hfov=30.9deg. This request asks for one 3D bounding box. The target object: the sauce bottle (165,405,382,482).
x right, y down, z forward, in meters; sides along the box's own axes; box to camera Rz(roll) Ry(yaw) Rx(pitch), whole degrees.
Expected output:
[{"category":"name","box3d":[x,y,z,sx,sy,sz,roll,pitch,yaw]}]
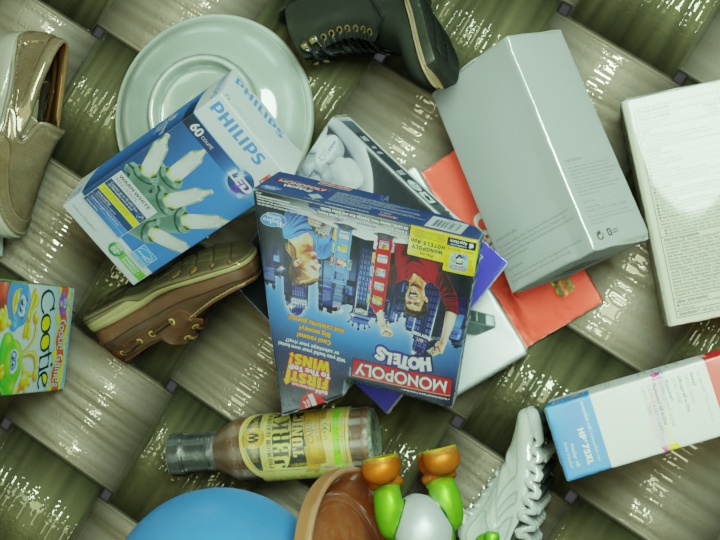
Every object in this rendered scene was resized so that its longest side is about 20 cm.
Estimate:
[{"category":"sauce bottle","box3d":[-0.082,0.165,1.208,0.198,0.065,0.065,-8,87,9]}]

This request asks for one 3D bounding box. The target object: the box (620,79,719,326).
[{"category":"box","box3d":[0.292,-0.057,1.142,0.094,0.078,0.202,-10,87,9]}]

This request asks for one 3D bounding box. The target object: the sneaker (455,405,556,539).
[{"category":"sneaker","box3d":[0.128,0.219,1.170,0.080,0.075,0.202,10,90,19]}]

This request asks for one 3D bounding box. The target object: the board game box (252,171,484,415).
[{"category":"board game box","box3d":[-0.001,0.037,1.116,0.198,0.062,0.201,14,112,15]}]

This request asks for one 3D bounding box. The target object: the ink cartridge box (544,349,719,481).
[{"category":"ink cartridge box","box3d":[0.264,0.117,1.123,0.199,0.116,0.068,-18,85,10]}]

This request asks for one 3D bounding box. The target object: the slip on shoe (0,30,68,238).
[{"category":"slip on shoe","box3d":[-0.318,-0.131,1.256,0.060,0.076,0.202,3,81,16]}]

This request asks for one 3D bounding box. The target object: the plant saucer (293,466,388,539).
[{"category":"plant saucer","box3d":[-0.006,0.273,1.128,0.032,0.200,0.202,-13,86,26]}]

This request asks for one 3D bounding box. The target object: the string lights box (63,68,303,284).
[{"category":"string lights box","box3d":[-0.162,-0.083,1.186,0.199,0.059,0.103,-31,111,26]}]

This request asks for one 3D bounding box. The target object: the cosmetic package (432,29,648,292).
[{"category":"cosmetic package","box3d":[0.154,-0.095,1.137,0.113,0.081,0.201,-29,77,49]}]

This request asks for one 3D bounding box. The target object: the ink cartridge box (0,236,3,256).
[{"category":"ink cartridge box","box3d":[-0.401,-0.114,1.230,0.082,0.146,0.202,2,89,12]}]

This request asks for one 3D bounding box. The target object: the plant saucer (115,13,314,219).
[{"category":"plant saucer","box3d":[-0.145,-0.148,1.236,0.198,0.050,0.202,0,88,11]}]

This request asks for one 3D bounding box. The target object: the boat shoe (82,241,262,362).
[{"category":"boat shoe","box3d":[-0.167,0.031,1.215,0.199,0.072,0.068,-22,107,28]}]

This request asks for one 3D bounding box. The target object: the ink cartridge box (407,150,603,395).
[{"category":"ink cartridge box","box3d":[0.099,-0.008,1.193,0.173,0.044,0.201,-32,83,9]}]

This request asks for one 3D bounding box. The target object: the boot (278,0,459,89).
[{"category":"boot","box3d":[0.004,-0.204,1.171,0.138,0.078,0.201,-28,41,13]}]

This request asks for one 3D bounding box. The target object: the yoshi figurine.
[{"category":"yoshi figurine","box3d":[0.057,0.257,1.121,0.112,0.112,0.202,-13,82,40]}]

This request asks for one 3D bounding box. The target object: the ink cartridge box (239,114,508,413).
[{"category":"ink cartridge box","box3d":[0.000,0.000,1.167,0.200,0.043,0.199,43,117,14]}]

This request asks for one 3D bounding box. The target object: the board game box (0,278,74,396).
[{"category":"board game box","box3d":[-0.351,0.057,1.189,0.102,0.200,0.106,5,88,10]}]

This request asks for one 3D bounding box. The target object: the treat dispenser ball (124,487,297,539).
[{"category":"treat dispenser ball","box3d":[-0.125,0.293,1.143,0.199,0.201,0.203,0,88,10]}]
